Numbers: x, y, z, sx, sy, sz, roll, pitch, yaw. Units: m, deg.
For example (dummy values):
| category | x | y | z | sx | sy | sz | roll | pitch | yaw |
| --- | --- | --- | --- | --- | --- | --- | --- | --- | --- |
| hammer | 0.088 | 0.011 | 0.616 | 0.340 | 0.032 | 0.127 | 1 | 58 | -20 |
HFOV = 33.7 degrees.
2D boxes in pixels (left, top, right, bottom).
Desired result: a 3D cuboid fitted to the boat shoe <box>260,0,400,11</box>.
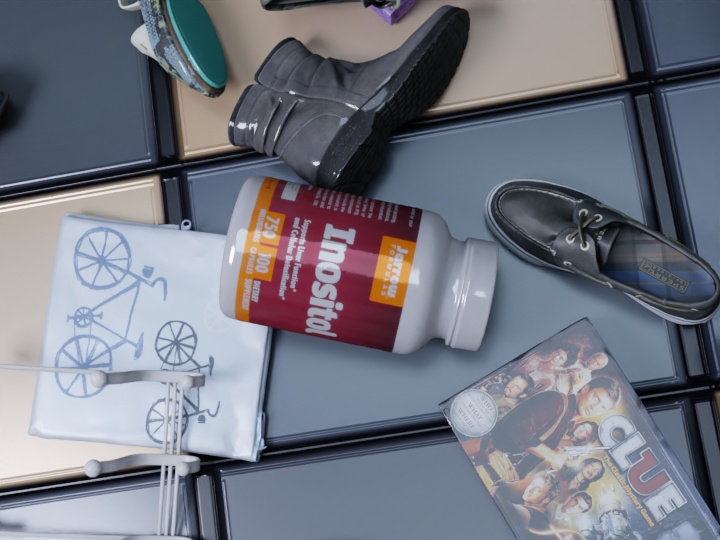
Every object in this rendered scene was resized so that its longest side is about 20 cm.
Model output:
| category | x | y | z | sx | sy | sz | roll | pitch | yaw |
| --- | --- | --- | --- | --- | --- | --- | --- | --- | --- |
| boat shoe | 0.015 | -0.240 | 0.955 | 0.199 | 0.071 | 0.064 | -3 | 79 | 15 |

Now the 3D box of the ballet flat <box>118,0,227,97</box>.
| category | x | y | z | sx | sy | sz | roll | pitch | yaw |
| --- | --- | --- | --- | --- | --- | --- | --- | --- | --- |
| ballet flat | -0.171 | -0.225 | 1.013 | 0.074 | 0.074 | 0.201 | -20 | 75 | 3 |

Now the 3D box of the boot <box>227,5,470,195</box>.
| category | x | y | z | sx | sy | sz | roll | pitch | yaw |
| --- | --- | --- | --- | --- | --- | --- | --- | --- | --- |
| boot | -0.012 | -0.162 | 0.973 | 0.131 | 0.070 | 0.200 | 34 | 73 | 25 |

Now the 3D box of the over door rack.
| category | x | y | z | sx | sy | sz | roll | pitch | yaw |
| --- | --- | --- | --- | --- | --- | --- | --- | --- | --- |
| over door rack | -0.225 | 0.146 | 0.922 | 0.199 | 0.067 | 0.148 | 4 | 92 | 5 |

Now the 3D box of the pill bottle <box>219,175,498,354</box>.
| category | x | y | z | sx | sy | sz | roll | pitch | yaw |
| --- | --- | --- | --- | --- | --- | --- | --- | --- | --- |
| pill bottle | 0.000 | 0.000 | 0.908 | 0.199 | 0.113 | 0.113 | 11 | 81 | 1 |

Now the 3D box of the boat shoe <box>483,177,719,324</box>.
| category | x | y | z | sx | sy | sz | roll | pitch | yaw |
| --- | --- | --- | --- | --- | --- | --- | --- | --- | --- |
| boat shoe | 0.189 | -0.021 | 0.921 | 0.199 | 0.057 | 0.069 | 26 | 84 | 11 |

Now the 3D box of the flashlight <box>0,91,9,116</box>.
| category | x | y | z | sx | sy | sz | roll | pitch | yaw |
| --- | --- | --- | --- | --- | --- | --- | --- | --- | --- |
| flashlight | -0.362 | -0.071 | 0.999 | 0.068 | 0.068 | 0.201 | 26 | 84 | 13 |

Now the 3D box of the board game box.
| category | x | y | z | sx | sy | sz | roll | pitch | yaw |
| --- | --- | --- | --- | --- | --- | --- | --- | --- | --- |
| board game box | 0.167 | 0.154 | 0.902 | 0.135 | 0.035 | 0.200 | -31 | 77 | 1 |

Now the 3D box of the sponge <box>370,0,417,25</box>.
| category | x | y | z | sx | sy | sz | roll | pitch | yaw |
| --- | --- | --- | --- | --- | --- | --- | --- | --- | --- |
| sponge | -0.006 | -0.314 | 1.018 | 0.200 | 0.030 | 0.112 | 44 | 88 | 12 |

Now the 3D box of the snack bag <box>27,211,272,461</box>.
| category | x | y | z | sx | sy | sz | roll | pitch | yaw |
| --- | --- | --- | --- | --- | --- | --- | --- | --- | --- |
| snack bag | -0.163 | 0.051 | 0.973 | 0.199 | 0.021 | 0.189 | 5 | 81 | 6 |
